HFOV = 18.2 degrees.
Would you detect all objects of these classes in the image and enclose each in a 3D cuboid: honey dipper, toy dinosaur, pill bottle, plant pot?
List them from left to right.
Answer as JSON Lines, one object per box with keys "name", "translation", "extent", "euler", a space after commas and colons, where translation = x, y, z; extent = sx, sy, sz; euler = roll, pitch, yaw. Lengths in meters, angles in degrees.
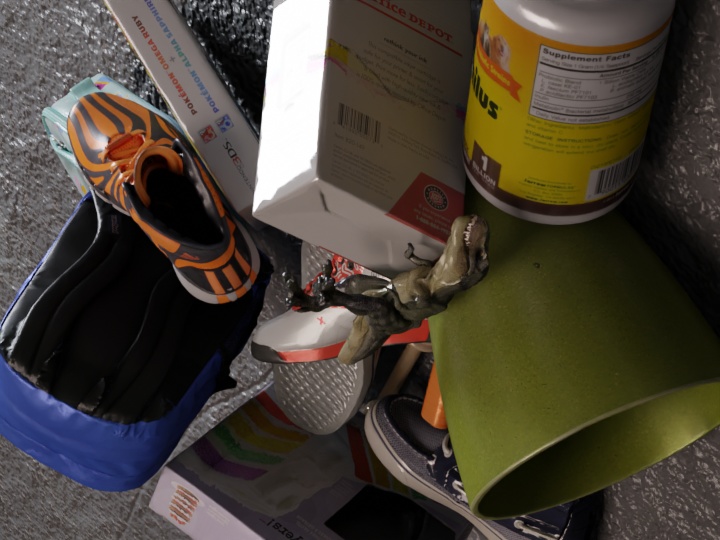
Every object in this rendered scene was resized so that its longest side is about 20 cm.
{"name": "toy dinosaur", "translation": [0.003, 0.019, 1.367], "extent": [0.200, 0.088, 0.048], "euler": [-40, 42, 54]}
{"name": "honey dipper", "translation": [0.033, 0.071, 1.680], "extent": [0.038, 0.038, 0.200], "euler": [51, 150, 15]}
{"name": "plant pot", "translation": [0.115, 0.025, 1.406], "extent": [0.200, 0.187, 0.187], "euler": [66, 152, 19]}
{"name": "pill bottle", "translation": [0.122, -0.130, 1.308], "extent": [0.109, 0.109, 0.200], "euler": [40, 144, 29]}

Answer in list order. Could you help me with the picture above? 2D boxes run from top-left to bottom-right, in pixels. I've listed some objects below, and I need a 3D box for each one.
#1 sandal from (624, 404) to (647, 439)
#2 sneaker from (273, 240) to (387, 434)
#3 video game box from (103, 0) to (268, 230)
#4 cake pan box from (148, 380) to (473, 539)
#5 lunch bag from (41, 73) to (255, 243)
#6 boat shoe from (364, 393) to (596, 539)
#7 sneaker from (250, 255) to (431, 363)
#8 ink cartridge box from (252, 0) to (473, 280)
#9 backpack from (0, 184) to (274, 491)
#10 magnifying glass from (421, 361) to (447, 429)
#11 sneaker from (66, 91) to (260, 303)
{"name": "sandal", "translation": [0.120, 0.088, 1.548], "extent": [0.200, 0.055, 0.082], "euler": [23, 132, 47]}
{"name": "sneaker", "translation": [-0.008, 0.030, 1.655], "extent": [0.078, 0.079, 0.200], "euler": [26, 130, 16]}
{"name": "video game box", "translation": [-0.113, -0.120, 1.636], "extent": [0.182, 0.047, 0.200], "euler": [56, 180, 3]}
{"name": "cake pan box", "translation": [-0.028, 0.177, 1.680], "extent": [0.200, 0.184, 0.052], "euler": [36, 129, 16]}
{"name": "lunch bag", "translation": [-0.173, -0.070, 1.770], "extent": [0.200, 0.077, 0.160], "euler": [30, 156, 57]}
{"name": "boat shoe", "translation": [0.091, 0.132, 1.625], "extent": [0.200, 0.075, 0.093], "euler": [36, 136, 21]}
{"name": "sneaker", "translation": [0.001, 0.000, 1.543], "extent": [0.201, 0.067, 0.108], "euler": [-10, 98, 35]}
{"name": "ink cartridge box", "translation": [0.005, -0.109, 1.390], "extent": [0.067, 0.116, 0.200], "euler": [-27, 48, 44]}
{"name": "backpack", "translation": [-0.173, 0.065, 1.633], "extent": [0.162, 0.200, 0.168], "euler": [23, 137, 8]}
{"name": "magnifying glass", "translation": [0.072, 0.022, 1.552], "extent": [0.080, 0.022, 0.200], "euler": [38, 130, 36]}
{"name": "sneaker", "translation": [-0.144, -0.073, 1.562], "extent": [0.200, 0.078, 0.112], "euler": [45, 170, 25]}
